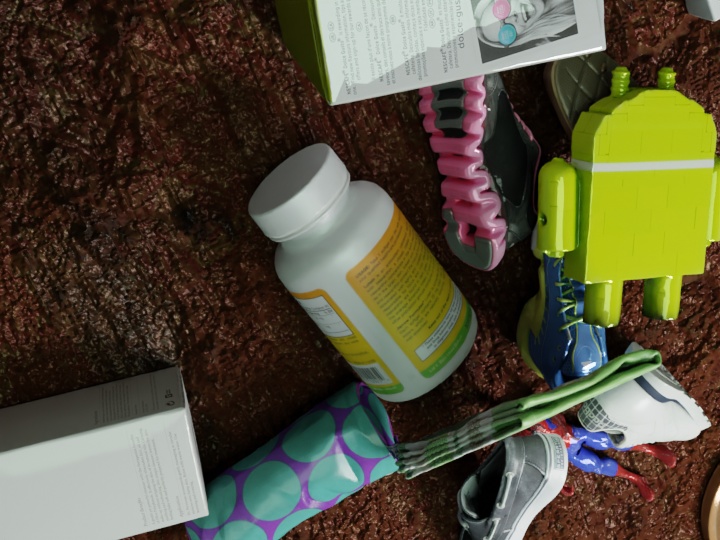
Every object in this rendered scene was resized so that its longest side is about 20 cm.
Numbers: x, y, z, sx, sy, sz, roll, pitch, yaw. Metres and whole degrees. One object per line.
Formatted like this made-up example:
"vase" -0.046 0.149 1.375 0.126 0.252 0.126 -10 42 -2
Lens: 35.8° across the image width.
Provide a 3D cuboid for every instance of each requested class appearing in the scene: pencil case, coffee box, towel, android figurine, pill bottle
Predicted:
"pencil case" -0.056 0.187 0.978 0.198 0.085 0.093 -33 109 1
"coffee box" 0.035 -0.251 0.765 0.194 0.200 0.203 -13 114 -8
"towel" 0.126 0.110 0.883 0.147 0.200 0.031 -19 79 -31
"android figurine" 0.221 -0.059 0.888 0.179 0.041 0.204 -6 103 -23
"pill bottle" 0.000 0.000 0.903 0.110 0.111 0.201 -37 115 3

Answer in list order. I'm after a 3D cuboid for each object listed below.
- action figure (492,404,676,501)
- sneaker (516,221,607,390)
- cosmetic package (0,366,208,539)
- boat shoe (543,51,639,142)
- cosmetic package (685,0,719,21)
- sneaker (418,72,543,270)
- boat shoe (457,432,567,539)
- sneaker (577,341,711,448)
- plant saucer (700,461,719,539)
"action figure" 0.211 0.174 1.036 0.197 0.099 0.066 22 107 -18
"sneaker" 0.188 0.024 0.941 0.074 0.106 0.203 -7 129 -13
"cosmetic package" -0.233 0.164 0.924 0.196 0.085 0.110 -11 113 -9
"boat shoe" 0.211 -0.106 0.936 0.200 0.067 0.072 45 79 -25
"cosmetic package" 0.335 -0.319 0.898 0.198 0.052 0.152 -30 112 -1
"sneaker" 0.109 -0.107 0.922 0.094 0.079 0.203 -23 117 -28
"boat shoe" 0.118 0.211 1.008 0.066 0.073 0.201 6 142 -15
"sneaker" 0.257 0.125 1.014 0.081 0.077 0.199 -47 144 9
"plant saucer" 0.449 0.242 1.156 0.196 0.032 0.204 -5 112 -12
